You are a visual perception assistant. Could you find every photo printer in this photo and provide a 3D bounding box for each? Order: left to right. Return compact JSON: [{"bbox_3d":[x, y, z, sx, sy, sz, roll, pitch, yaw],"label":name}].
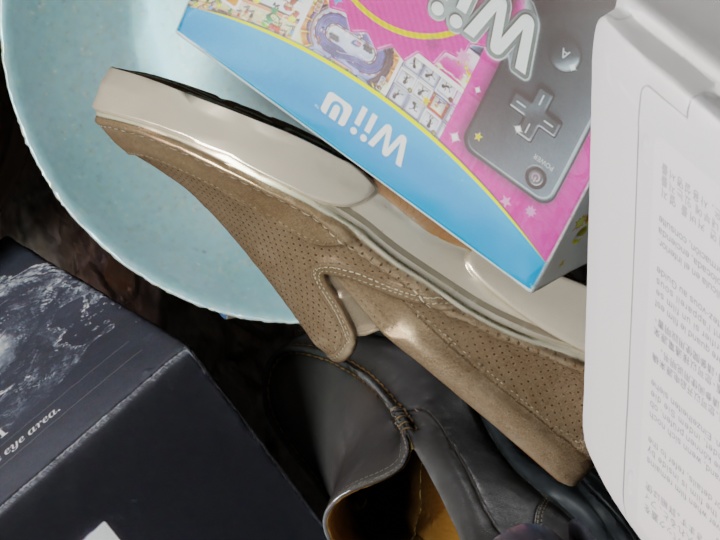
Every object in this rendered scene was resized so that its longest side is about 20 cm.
[{"bbox_3d":[0.129,0.033,0.769,0.166,0.069,0.200,43,147,41],"label":"photo printer"}]

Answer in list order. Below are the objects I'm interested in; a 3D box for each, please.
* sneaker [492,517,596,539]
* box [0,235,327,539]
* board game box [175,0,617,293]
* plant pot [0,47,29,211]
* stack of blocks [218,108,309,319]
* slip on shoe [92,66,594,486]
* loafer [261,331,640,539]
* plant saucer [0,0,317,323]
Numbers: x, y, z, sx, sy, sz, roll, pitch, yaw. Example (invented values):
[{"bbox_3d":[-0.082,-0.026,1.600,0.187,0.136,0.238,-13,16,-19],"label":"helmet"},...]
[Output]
[{"bbox_3d":[0.071,0.114,0.783,0.112,0.077,0.200,59,153,19],"label":"sneaker"},{"bbox_3d":[-0.143,0.108,1.045,0.118,0.197,0.200,55,166,-25],"label":"box"},{"bbox_3d":[0.050,-0.118,0.824,0.147,0.064,0.200,36,122,18],"label":"board game box"},{"bbox_3d":[-0.220,-0.055,1.124,0.175,0.200,0.201,-123,36,-65],"label":"plant pot"},{"bbox_3d":[-0.060,-0.091,1.052,0.200,0.058,0.115,51,135,36],"label":"stack of blocks"},{"bbox_3d":[0.000,0.000,0.890,0.061,0.200,0.076,-63,4,4],"label":"slip on shoe"},{"bbox_3d":[0.017,0.074,0.966,0.200,0.072,0.073,31,123,48],"label":"loafer"},{"bbox_3d":[-0.019,-0.083,0.938,0.039,0.201,0.201,-35,-60,-80],"label":"plant saucer"}]
